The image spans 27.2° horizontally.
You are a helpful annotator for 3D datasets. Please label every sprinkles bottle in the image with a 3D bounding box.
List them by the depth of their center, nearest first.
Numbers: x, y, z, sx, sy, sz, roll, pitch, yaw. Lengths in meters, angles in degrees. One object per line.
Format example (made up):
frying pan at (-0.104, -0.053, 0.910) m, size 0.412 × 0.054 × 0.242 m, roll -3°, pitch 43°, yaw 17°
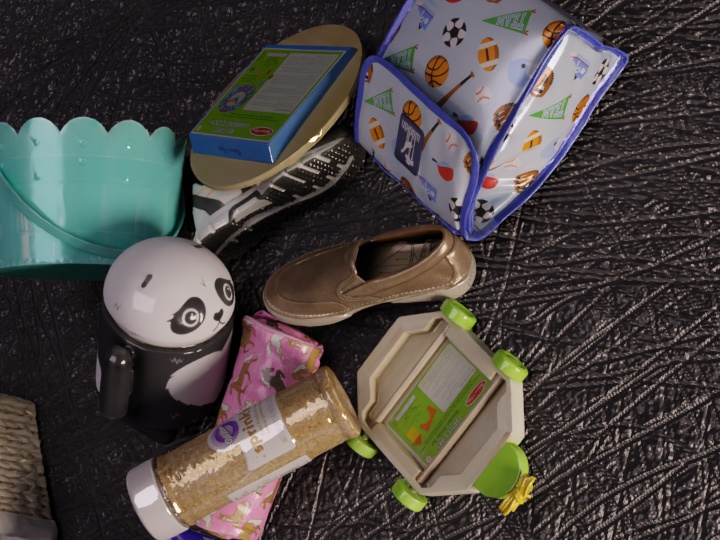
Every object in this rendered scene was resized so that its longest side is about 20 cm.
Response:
sprinkles bottle at (-0.100, 0.156, 1.271) m, size 0.199 × 0.068 × 0.069 m, roll -29°, pitch 63°, yaw 4°

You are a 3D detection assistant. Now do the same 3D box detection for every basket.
basket at (-0.444, 0.217, 1.487) m, size 0.197 × 0.199 × 0.162 m, roll -26°, pitch 64°, yaw 26°

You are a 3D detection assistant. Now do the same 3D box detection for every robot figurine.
robot figurine at (-0.177, 0.065, 1.360) m, size 0.151 × 0.123 × 0.201 m, roll -102°, pitch 19°, yaw -48°

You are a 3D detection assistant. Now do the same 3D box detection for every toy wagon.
toy wagon at (0.078, 0.129, 1.256) m, size 0.200 × 0.039 × 0.156 m, roll 45°, pitch 105°, yaw 32°

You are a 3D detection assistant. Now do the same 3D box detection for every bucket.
bucket at (-0.266, -0.064, 1.437) m, size 0.205 × 0.206 × 0.136 m, roll -4°, pitch 84°, yaw 33°

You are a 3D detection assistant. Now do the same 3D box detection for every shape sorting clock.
shape sorting clock at (-0.077, -0.151, 1.385) m, size 0.199 × 0.039 × 0.201 m, roll -26°, pitch 34°, yaw 19°

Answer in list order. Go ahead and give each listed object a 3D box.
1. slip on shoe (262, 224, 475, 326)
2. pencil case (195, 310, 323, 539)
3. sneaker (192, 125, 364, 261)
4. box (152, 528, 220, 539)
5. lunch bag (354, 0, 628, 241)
slip on shoe at (0.000, 0.000, 1.302) m, size 0.198 × 0.061 × 0.077 m, roll -5°, pitch 58°, yaw 24°
pencil case at (-0.098, 0.141, 1.346) m, size 0.086 × 0.083 × 0.202 m, roll 21°, pitch 91°, yaw 7°
sneaker at (-0.085, -0.089, 1.396) m, size 0.199 × 0.074 × 0.081 m, roll -29°, pitch 58°, yaw 22°
box at (-0.151, 0.360, 1.294) m, size 0.184 × 0.105 × 0.200 m, roll -46°, pitch 58°, yaw 3°
lunch bag at (0.094, -0.149, 1.261) m, size 0.170 × 0.123 × 0.201 m, roll 45°, pitch 109°, yaw 36°
